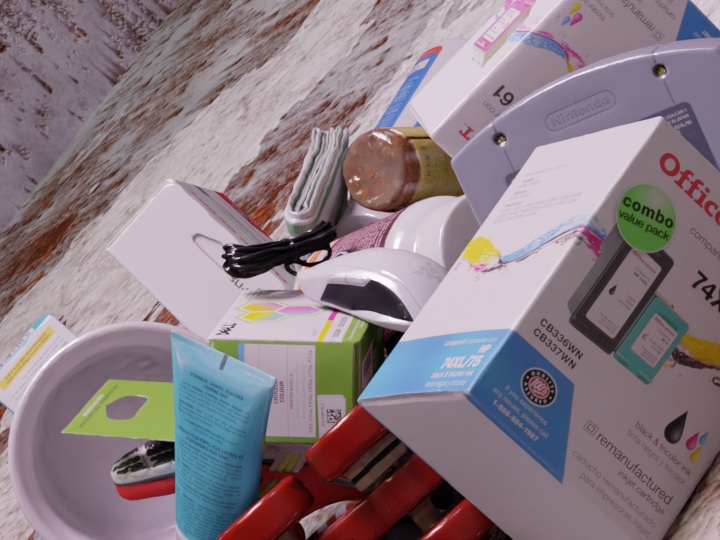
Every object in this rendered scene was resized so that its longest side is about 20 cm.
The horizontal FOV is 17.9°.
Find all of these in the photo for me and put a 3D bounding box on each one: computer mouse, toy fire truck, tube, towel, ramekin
[{"bbox_3d":[0.000,0.000,1.552,0.200,0.110,0.044,17,107,43],"label":"computer mouse"},{"bbox_3d":[0.012,0.151,1.459,0.200,0.112,0.168,-44,-4,17],"label":"toy fire truck"},{"bbox_3d":[-0.092,0.130,1.470,0.050,0.077,0.200,-51,-26,-46],"label":"tube"},{"bbox_3d":[-0.038,0.002,1.827,0.149,0.031,0.200,-69,-16,-55],"label":"towel"},{"bbox_3d":[-0.179,0.138,1.809,0.201,0.200,0.098,-50,9,-6],"label":"ramekin"}]

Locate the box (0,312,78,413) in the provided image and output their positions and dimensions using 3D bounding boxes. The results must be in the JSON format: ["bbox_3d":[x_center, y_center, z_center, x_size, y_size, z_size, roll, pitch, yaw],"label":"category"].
[{"bbox_3d":[-0.207,0.129,1.880,0.082,0.200,0.049,-49,10,-6],"label":"box"}]

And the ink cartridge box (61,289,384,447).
[{"bbox_3d":[-0.090,0.063,1.550,0.148,0.200,0.076,-62,-27,-76],"label":"ink cartridge box"}]

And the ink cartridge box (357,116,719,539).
[{"bbox_3d":[0.132,0.039,1.307,0.200,0.147,0.146,-54,16,-19],"label":"ink cartridge box"}]

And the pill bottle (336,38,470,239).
[{"bbox_3d":[0.057,-0.085,1.857,0.112,0.112,0.200,-27,26,52],"label":"pill bottle"}]

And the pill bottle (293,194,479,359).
[{"bbox_3d":[0.045,0.012,1.661,0.200,0.114,0.114,-23,29,57],"label":"pill bottle"}]

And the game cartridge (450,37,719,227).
[{"bbox_3d":[0.162,-0.064,1.434,0.200,0.133,0.042,-22,2,30],"label":"game cartridge"}]

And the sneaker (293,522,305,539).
[{"bbox_3d":[-0.082,0.227,1.563,0.113,0.071,0.200,-49,13,10],"label":"sneaker"}]

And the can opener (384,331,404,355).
[{"bbox_3d":[0.094,0.061,1.519,0.200,0.079,0.063,-17,25,44],"label":"can opener"}]

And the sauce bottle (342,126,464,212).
[{"bbox_3d":[0.069,-0.077,1.739,0.066,0.066,0.200,-37,-21,34],"label":"sauce bottle"}]

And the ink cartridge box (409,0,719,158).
[{"bbox_3d":[0.156,-0.132,1.647,0.200,0.145,0.085,-45,23,10],"label":"ink cartridge box"}]

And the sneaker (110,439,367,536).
[{"bbox_3d":[-0.068,0.146,1.552,0.200,0.085,0.077,-5,12,-8],"label":"sneaker"}]

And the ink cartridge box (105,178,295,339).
[{"bbox_3d":[-0.114,0.004,1.918,0.084,0.144,0.200,-47,-8,4],"label":"ink cartridge box"}]

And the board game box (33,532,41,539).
[{"bbox_3d":[-0.213,0.174,2.081,0.199,0.041,0.200,-43,16,19],"label":"board game box"}]
